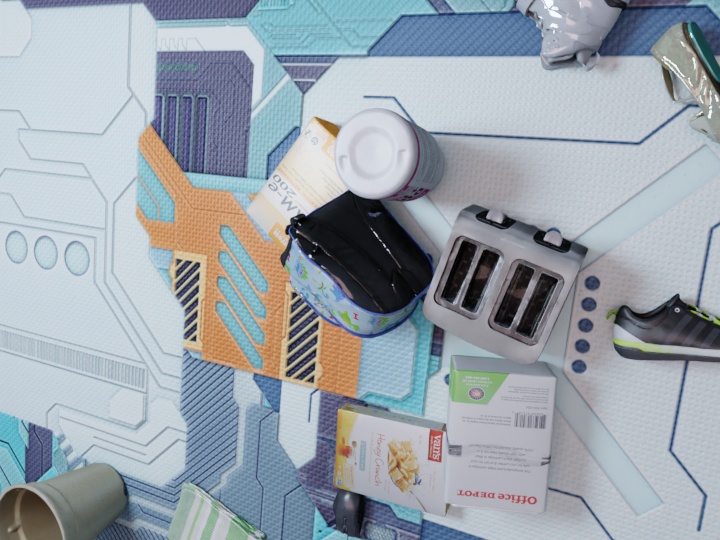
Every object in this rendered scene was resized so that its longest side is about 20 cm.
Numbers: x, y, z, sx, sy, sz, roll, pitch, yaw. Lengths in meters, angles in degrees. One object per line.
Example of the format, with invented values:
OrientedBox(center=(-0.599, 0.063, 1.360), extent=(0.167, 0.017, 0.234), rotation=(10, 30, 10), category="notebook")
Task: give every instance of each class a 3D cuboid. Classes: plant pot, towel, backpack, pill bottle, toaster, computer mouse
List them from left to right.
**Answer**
OrientedBox(center=(-0.601, 0.497, 1.107), extent=(0.199, 0.183, 0.202), rotation=(3, 97, 22), category="plant pot")
OrientedBox(center=(-0.295, 0.534, 1.072), extent=(0.199, 0.023, 0.153), rotation=(26, 106, 18), category="towel")
OrientedBox(center=(-0.028, 0.475, 0.947), extent=(0.058, 0.034, 0.202), rotation=(8, 102, 19), category="computer mouse")
OrientedBox(center=(0.000, 0.000, 0.806), extent=(0.200, 0.183, 0.147), rotation=(46, 146, 17), category="backpack")
OrientedBox(center=(0.052, -0.155, 0.758), extent=(0.113, 0.200, 0.114), rotation=(3, 97, 22), category="pill bottle")
OrientedBox(center=(0.197, 0.022, 0.762), extent=(0.180, 0.119, 0.201), rotation=(25, 105, 19), category="toaster")

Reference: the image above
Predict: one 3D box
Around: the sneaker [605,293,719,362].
OrientedBox(center=(0.429, 0.072, 0.696), extent=(0.199, 0.072, 0.084), rotation=(-5, 93, 23), category="sneaker")

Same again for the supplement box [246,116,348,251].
OrientedBox(center=(-0.079, -0.131, 0.883), extent=(0.126, 0.073, 0.200), rotation=(45, 110, 13), category="supplement box")

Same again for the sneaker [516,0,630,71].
OrientedBox(center=(0.246, -0.346, 0.724), extent=(0.199, 0.075, 0.116), rotation=(22, 101, 15), category="sneaker")

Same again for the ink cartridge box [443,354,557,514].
OrientedBox(center=(0.199, 0.236, 0.784), extent=(0.144, 0.084, 0.202), rotation=(4, 97, 6), category="ink cartridge box")

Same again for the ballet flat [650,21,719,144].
OrientedBox(center=(0.436, -0.217, 0.677), extent=(0.062, 0.067, 0.201), rotation=(-33, 78, 50), category="ballet flat")

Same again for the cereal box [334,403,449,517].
OrientedBox(center=(0.055, 0.312, 0.894), extent=(0.199, 0.039, 0.145), rotation=(6, 98, 22), category="cereal box")
